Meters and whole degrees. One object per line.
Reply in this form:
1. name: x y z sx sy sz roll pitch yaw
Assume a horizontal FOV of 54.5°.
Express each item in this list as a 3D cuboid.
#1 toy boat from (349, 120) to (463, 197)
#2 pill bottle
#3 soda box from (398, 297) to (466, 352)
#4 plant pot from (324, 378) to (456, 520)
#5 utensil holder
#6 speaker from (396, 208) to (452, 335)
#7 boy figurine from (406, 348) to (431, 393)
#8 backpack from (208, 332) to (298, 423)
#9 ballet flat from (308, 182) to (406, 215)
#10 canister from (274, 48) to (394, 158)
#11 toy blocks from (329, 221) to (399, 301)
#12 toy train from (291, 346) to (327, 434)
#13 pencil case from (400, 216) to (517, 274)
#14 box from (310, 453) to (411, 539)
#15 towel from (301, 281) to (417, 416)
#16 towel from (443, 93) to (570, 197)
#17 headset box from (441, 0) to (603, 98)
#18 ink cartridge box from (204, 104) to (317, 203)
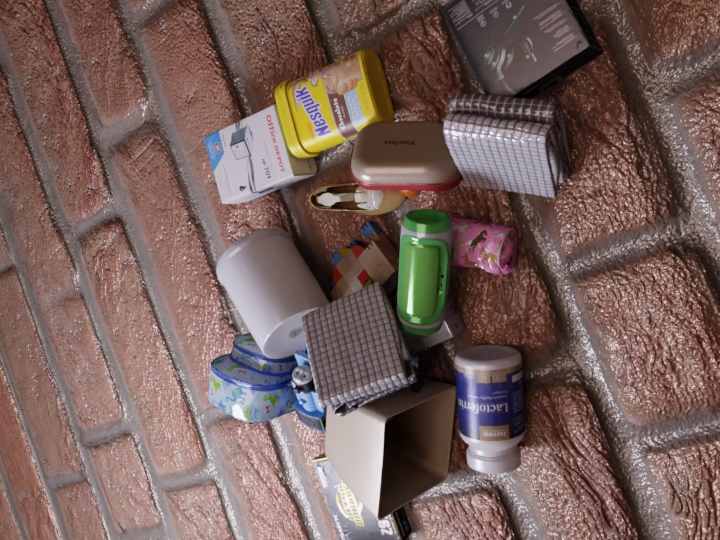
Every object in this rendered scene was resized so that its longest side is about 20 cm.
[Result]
1. toy boat: 0.086 -0.179 1.224 0.199 0.131 0.131 3 59 14
2. pill bottle: 0.226 0.239 1.211 0.115 0.116 0.201 0 100 32
3. soda box: 0.092 0.122 1.304 0.200 0.064 0.068 -29 83 34
4. plant pot: 0.043 0.300 1.301 0.177 0.199 0.201 19 113 42
5. utensil holder: -0.165 0.047 1.364 0.170 0.169 0.200 -50 58 29
6. speaker: 0.106 0.003 1.170 0.088 0.088 0.201 16 118 29
7. boy figurine: 0.022 0.162 1.271 0.199 0.064 0.125 14 73 31
8. backpack: -0.206 0.213 1.429 0.182 0.200 0.148 17 108 29
9. ballet flat: -0.010 -0.135 1.319 0.199 0.063 0.069 -2 99 32
10. canister: -0.048 -0.308 1.298 0.199 0.086 0.149 -14 92 32
11. toy blocks: 0.000 0.000 1.333 0.200 0.100 0.137 -50 61 28
12. toy train: -0.082 0.227 1.369 0.086 0.114 0.201 19 144 25
13. pencil case: 0.171 -0.046 1.211 0.199 0.083 0.087 9 113 30
14. box: 0.000 0.466 1.438 0.159 0.049 0.201 -20 88 32
15. towel: -0.002 0.139 1.208 0.165 0.086 0.201 -22 53 6
16. towel: 0.232 -0.195 1.077 0.165 0.200 0.086 11 76 26
17. headset box: 0.254 -0.370 1.089 0.174 0.093 0.201 -30 83 32
18. ink cartridge box: -0.203 -0.233 1.411 0.199 0.086 0.147 -16 91 35
